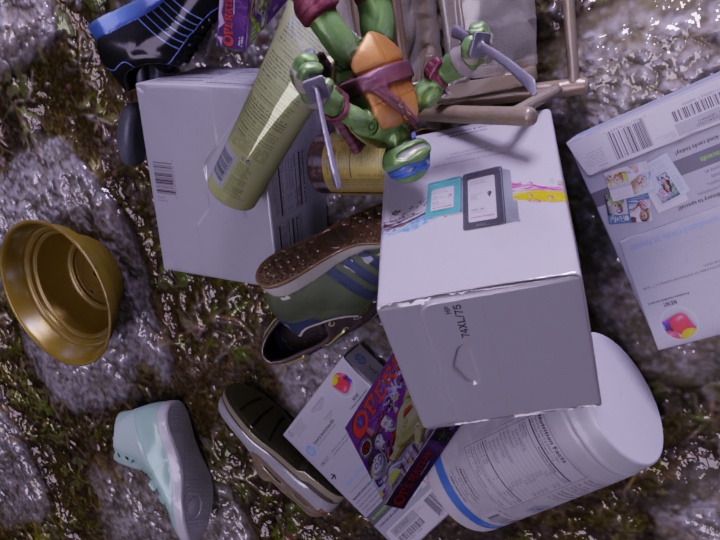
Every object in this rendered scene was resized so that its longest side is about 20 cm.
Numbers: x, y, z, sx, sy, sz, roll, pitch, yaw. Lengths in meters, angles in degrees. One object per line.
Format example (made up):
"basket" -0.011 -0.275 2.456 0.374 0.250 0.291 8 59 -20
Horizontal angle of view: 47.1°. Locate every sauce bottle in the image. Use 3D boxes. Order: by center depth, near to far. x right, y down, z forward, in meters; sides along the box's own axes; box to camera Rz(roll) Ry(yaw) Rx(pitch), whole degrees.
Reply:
"sauce bottle" 0.045 -0.103 0.791 0.198 0.065 0.065 4 113 28

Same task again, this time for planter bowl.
"planter bowl" -0.374 0.017 1.089 0.199 0.083 0.203 13 117 26

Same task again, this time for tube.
"tube" -0.072 -0.141 0.723 0.058 0.052 0.201 19 125 -22

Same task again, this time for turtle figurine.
"turtle figurine" 0.018 -0.165 0.576 0.143 0.200 0.195 -26 90 8

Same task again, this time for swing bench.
"swing bench" 0.069 -0.228 0.685 0.198 0.129 0.201 5 114 36

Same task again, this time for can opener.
"can opener" -0.236 -0.215 0.919 0.052 0.066 0.202 15 113 26

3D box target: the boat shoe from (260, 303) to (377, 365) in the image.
"boat shoe" -0.037 0.045 0.908 0.199 0.059 0.072 -36 89 37

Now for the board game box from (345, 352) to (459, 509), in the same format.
"board game box" 0.062 0.118 0.818 0.032 0.120 0.201 23 107 -27

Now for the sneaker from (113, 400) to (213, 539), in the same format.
"sneaker" -0.279 0.281 1.150 0.117 0.074 0.203 -9 96 27

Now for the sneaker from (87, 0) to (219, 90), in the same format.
"sneaker" -0.180 -0.254 0.845 0.198 0.070 0.079 -20 107 18

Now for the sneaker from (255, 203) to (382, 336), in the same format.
"sneaker" 0.000 0.000 0.824 0.067 0.198 0.090 -122 11 -51

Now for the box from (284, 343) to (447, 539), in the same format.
"box" 0.024 0.206 0.944 0.200 0.041 0.156 42 125 8

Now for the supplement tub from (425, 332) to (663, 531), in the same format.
"supplement tub" 0.167 0.158 0.787 0.200 0.132 0.132 -37 90 36

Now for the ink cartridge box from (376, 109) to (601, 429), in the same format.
"ink cartridge box" 0.103 -0.002 0.669 0.144 0.201 0.148 -10 132 14

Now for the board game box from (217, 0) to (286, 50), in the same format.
"board game box" -0.078 -0.276 0.697 0.032 0.201 0.121 9 123 4

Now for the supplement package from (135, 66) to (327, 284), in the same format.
"supplement package" -0.129 -0.103 0.867 0.154 0.111 0.202 9 115 27

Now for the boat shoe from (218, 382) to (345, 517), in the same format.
"boat shoe" -0.105 0.227 1.021 0.200 0.075 0.069 42 121 8

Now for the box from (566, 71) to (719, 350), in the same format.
"box" 0.283 -0.048 0.682 0.155 0.041 0.202 -22 97 37
